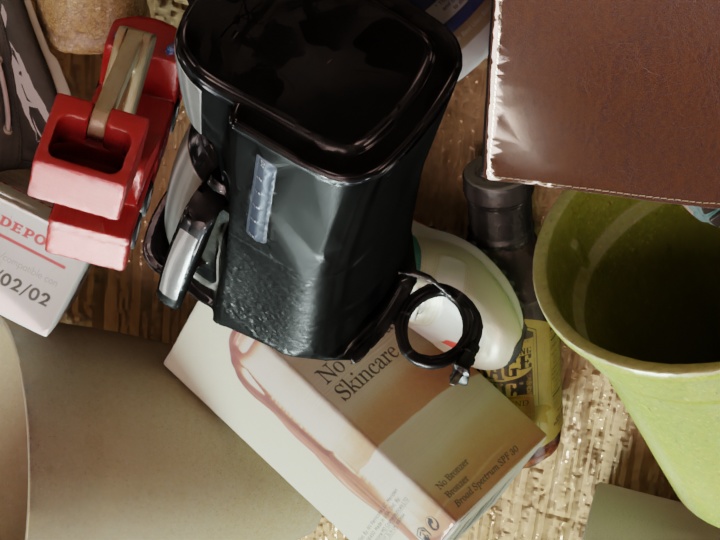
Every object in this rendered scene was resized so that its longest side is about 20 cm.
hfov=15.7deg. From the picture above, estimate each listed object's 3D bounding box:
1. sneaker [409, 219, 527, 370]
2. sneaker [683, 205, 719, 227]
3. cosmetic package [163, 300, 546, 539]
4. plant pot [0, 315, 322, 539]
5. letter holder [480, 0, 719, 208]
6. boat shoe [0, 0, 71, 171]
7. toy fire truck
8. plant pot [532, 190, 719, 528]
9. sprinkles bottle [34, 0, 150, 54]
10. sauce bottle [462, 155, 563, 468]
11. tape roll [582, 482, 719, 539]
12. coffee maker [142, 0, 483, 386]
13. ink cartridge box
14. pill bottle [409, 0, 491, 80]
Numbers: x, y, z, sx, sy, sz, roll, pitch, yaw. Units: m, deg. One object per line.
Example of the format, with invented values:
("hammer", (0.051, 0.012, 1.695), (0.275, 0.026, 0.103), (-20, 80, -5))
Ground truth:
("sneaker", (0.000, -0.001, 1.487), (0.200, 0.093, 0.070), (42, 135, 18))
("sneaker", (0.188, -0.128, 1.376), (0.078, 0.086, 0.200), (4, 104, -36))
("cosmetic package", (-0.004, 0.075, 1.535), (0.200, 0.103, 0.087), (41, 139, 9))
("plant pot", (-0.127, 0.120, 1.599), (0.200, 0.187, 0.187), (0, 131, -20))
("letter holder", (0.140, -0.139, 1.277), (0.142, 0.101, 0.200), (8, 137, 8))
("boat shoe", (-0.220, -0.150, 1.462), (0.067, 0.057, 0.200), (-17, 98, 60))
("toy fire truck", (-0.128, -0.079, 1.369), (0.049, 0.200, 0.141), (15, 138, -1))
("plant pot", (0.214, 0.042, 1.450), (0.200, 0.200, 0.184), (-4, 135, 20))
("sprinkles bottle", (-0.155, -0.219, 1.432), (0.068, 0.068, 0.200), (7, 127, 12))
("sauce bottle", (0.084, 0.024, 1.540), (0.066, 0.066, 0.200), (3, 125, 15))
("tape roll", (0.187, 0.241, 1.580), (0.139, 0.203, 0.203), (14, 128, 8))
("coffee maker", (-0.010, -0.052, 1.357), (0.192, 0.135, 0.200), (12, 150, -3))
("ink cartridge box", (-0.212, -0.022, 1.508), (0.115, 0.200, 0.068), (27, 94, -3))
("pill bottle", (-0.012, -0.189, 1.382), (0.111, 0.111, 0.200), (-28, 114, 31))
